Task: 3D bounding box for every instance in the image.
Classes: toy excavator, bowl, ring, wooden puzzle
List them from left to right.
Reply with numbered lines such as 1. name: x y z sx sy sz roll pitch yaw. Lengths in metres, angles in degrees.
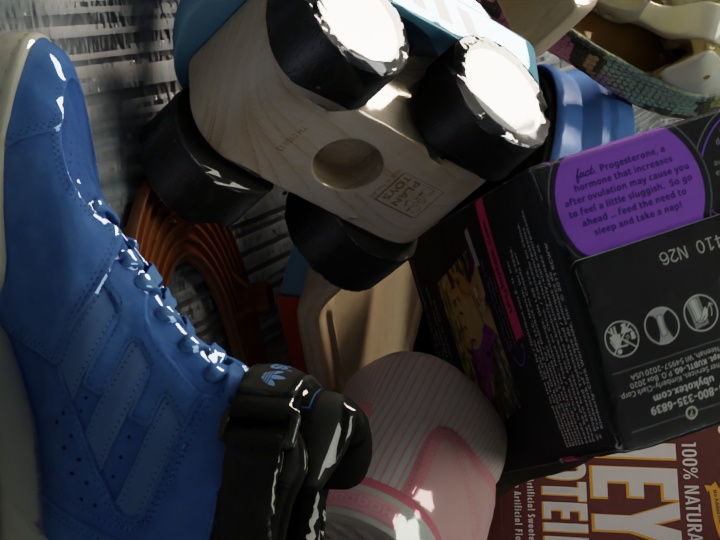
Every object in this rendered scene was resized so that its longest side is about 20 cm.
1. ring: -0.051 0.060 0.984 0.200 0.019 0.202 -8 90 -78
2. wooden puzzle: 0.000 0.000 1.126 0.201 0.037 0.186 88 13 -50
3. toy excavator: 0.018 -0.094 1.012 0.194 0.100 0.201 25 43 -30
4. bowl: 0.063 -0.004 1.258 0.201 0.039 0.201 -59 -164 28

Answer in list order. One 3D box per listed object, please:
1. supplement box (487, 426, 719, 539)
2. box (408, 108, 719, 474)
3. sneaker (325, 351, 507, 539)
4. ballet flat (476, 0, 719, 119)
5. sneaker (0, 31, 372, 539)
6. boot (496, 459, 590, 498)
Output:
1. supplement box: 0.141 0.148 1.408 0.198 0.198 0.134 68 19 -52
2. box: 0.105 0.010 1.024 0.200 0.121 0.107 151 -78 -77
3. sneaker: 0.018 0.109 1.042 0.201 0.075 0.105 88 20 -52
4. ballet flat: 0.120 -0.118 1.197 0.071 0.199 0.070 -8 -116 61
5. sneaker: -0.052 0.026 0.771 0.077 0.110 0.202 24 60 -76
6. boot: 0.074 0.025 1.335 0.075 0.097 0.201 43 23 -36
